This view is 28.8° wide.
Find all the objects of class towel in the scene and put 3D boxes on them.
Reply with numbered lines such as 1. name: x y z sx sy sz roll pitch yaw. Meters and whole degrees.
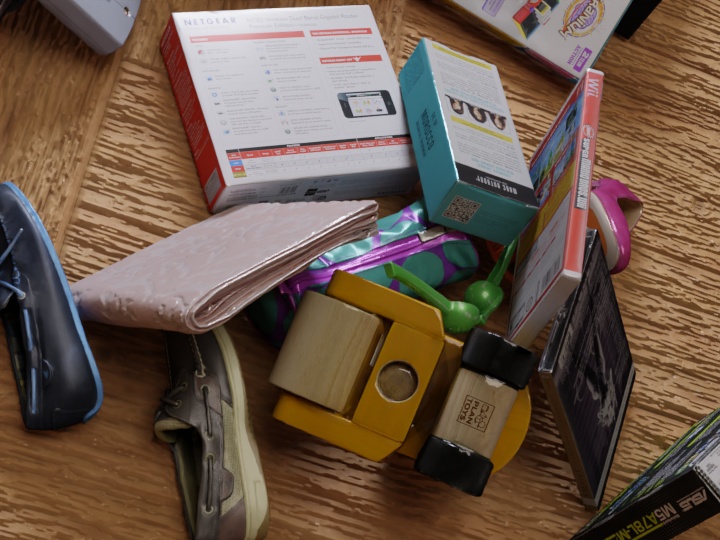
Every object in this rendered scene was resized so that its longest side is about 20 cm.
1. towel: -0.109 -0.004 1.073 0.191 0.200 0.032 -29 108 -34

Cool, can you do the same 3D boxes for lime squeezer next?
1. lime squeezer: 0.085 0.014 1.152 0.200 0.038 0.071 -16 77 -52

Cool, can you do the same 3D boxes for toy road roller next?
1. toy road roller: 0.036 0.093 1.103 0.200 0.146 0.123 23 84 3

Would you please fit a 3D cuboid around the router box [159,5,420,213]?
1. router box: -0.059 -0.148 1.252 0.200 0.049 0.180 -7 66 -27

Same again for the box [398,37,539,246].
1. box: 0.091 -0.115 1.219 0.082 0.049 0.200 17 40 -24

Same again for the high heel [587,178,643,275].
1. high heel: 0.236 -0.037 1.262 0.096 0.200 0.067 10 104 -10

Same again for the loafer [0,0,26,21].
1. loafer: -0.328 -0.225 1.168 0.072 0.063 0.200 32 55 -3

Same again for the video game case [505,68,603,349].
1. video game case: 0.157 -0.045 1.142 0.017 0.143 0.200 15 60 -6

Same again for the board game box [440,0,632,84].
1. board game box: 0.173 -0.301 1.392 0.200 0.040 0.153 31 94 -5

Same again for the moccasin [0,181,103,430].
1. moccasin: -0.256 0.024 1.053 0.068 0.080 0.200 -18 70 -26

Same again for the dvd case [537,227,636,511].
1. dvd case: 0.191 0.085 1.165 0.016 0.200 0.149 4 51 26

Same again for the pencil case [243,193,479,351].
1. pencil case: 0.000 0.000 1.169 0.200 0.092 0.085 -22 77 -30

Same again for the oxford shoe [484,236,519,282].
1. oxford shoe: 0.132 -0.058 1.287 0.073 0.071 0.200 29 33 -54

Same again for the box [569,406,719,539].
1. box: 0.287 0.155 1.148 0.200 0.193 0.048 -34 78 -35

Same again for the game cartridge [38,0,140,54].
1. game cartridge: -0.239 -0.291 1.217 0.133 0.040 0.200 39 42 -45

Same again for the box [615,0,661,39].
1. box: 0.272 -0.365 1.500 0.141 0.079 0.200 29 55 -3

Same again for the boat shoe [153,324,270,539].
1. boat shoe: -0.124 0.114 1.065 0.066 0.072 0.201 -7 70 -32
